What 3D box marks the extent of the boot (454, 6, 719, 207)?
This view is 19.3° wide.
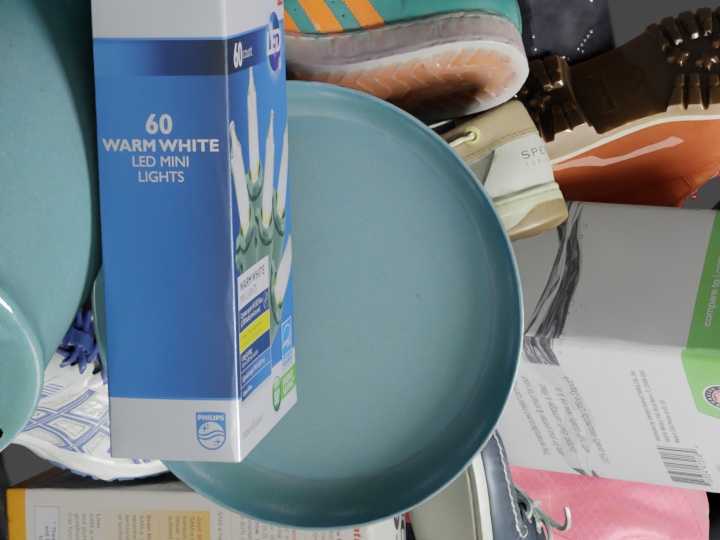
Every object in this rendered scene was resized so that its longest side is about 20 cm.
[{"bbox_3d":[0.154,-0.064,1.063,0.198,0.075,0.108,-14,132,7],"label":"boot"}]

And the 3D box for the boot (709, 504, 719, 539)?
[{"bbox_3d":[0.185,0.166,1.238,0.199,0.066,0.165,-25,136,9],"label":"boot"}]

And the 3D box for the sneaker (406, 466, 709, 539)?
[{"bbox_3d":[0.099,0.134,1.160,0.198,0.088,0.074,-1,150,-3],"label":"sneaker"}]

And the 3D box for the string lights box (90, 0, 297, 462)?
[{"bbox_3d":[-0.068,-0.032,0.875,0.058,0.103,0.202,1,101,11],"label":"string lights box"}]

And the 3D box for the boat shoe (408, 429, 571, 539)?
[{"bbox_3d":[0.070,0.146,1.095,0.061,0.075,0.201,-24,126,-20],"label":"boat shoe"}]

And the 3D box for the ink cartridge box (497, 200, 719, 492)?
[{"bbox_3d":[0.126,0.038,1.042,0.198,0.085,0.146,5,150,23],"label":"ink cartridge box"}]

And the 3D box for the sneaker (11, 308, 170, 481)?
[{"bbox_3d":[-0.147,0.051,1.052,0.198,0.076,0.088,3,144,-17],"label":"sneaker"}]

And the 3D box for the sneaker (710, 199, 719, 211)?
[{"bbox_3d":[0.212,0.008,1.140,0.200,0.071,0.075,-40,142,22],"label":"sneaker"}]

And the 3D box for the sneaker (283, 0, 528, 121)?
[{"bbox_3d":[-0.025,-0.111,0.977,0.198,0.080,0.072,-4,145,-7],"label":"sneaker"}]

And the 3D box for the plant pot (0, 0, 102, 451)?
[{"bbox_3d":[-0.189,-0.026,0.856,0.198,0.189,0.201,-1,133,-1],"label":"plant pot"}]

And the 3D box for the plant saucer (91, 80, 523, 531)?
[{"bbox_3d":[-0.023,0.015,0.941,0.198,0.027,0.202,3,102,14],"label":"plant saucer"}]

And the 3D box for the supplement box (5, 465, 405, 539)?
[{"bbox_3d":[-0.078,0.169,1.098,0.198,0.073,0.127,1,94,15],"label":"supplement box"}]

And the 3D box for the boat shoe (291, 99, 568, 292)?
[{"bbox_3d":[-0.004,-0.029,0.982,0.198,0.074,0.067,-14,87,17],"label":"boat shoe"}]
